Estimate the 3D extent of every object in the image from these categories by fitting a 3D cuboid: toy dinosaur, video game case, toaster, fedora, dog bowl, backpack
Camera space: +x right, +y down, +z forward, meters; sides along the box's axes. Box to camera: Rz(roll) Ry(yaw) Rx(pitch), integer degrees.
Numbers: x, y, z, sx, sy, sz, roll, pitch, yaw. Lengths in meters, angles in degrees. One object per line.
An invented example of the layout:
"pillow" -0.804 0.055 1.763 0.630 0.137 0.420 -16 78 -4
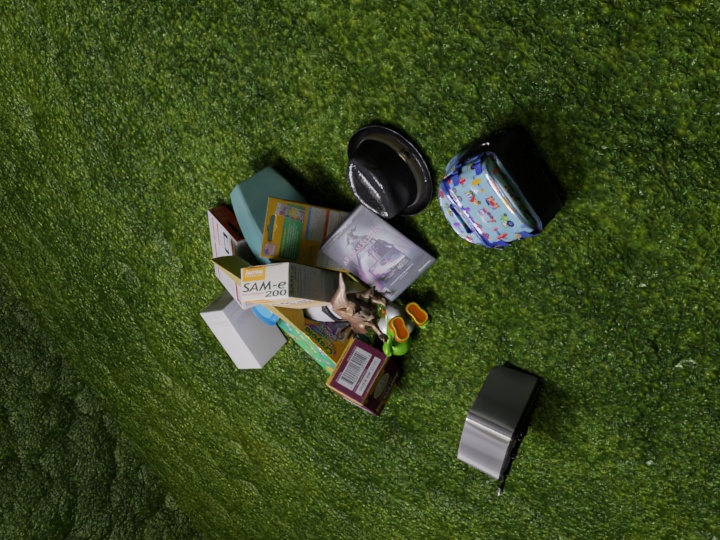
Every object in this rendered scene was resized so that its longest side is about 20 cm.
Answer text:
"toy dinosaur" -0.015 0.086 1.535 0.135 0.086 0.200 -3 144 44
"video game case" 0.036 -0.036 1.484 0.199 0.019 0.143 35 119 -20
"toaster" 0.296 0.332 1.546 0.118 0.200 0.182 21 138 19
"fedora" 0.038 -0.172 1.385 0.200 0.092 0.202 25 139 24
"dog bowl" -0.229 0.070 1.851 0.112 0.050 0.200 47 151 3
"backpack" 0.214 -0.125 1.241 0.199 0.135 0.183 -19 111 52

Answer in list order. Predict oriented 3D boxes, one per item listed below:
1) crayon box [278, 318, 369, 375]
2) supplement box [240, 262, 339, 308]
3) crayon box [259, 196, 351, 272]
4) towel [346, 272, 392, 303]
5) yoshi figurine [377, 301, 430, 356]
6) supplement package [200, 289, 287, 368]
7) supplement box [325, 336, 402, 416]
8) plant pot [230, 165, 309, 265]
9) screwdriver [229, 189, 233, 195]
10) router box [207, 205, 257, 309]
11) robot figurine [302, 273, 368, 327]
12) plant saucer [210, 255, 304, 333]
"crayon box" -0.090 0.154 1.789 0.200 0.119 0.058 43 143 0
"supplement box" -0.140 0.035 1.519 0.125 0.200 0.074 -7 80 31
"crayon box" -0.112 -0.073 1.506 0.199 0.127 0.052 10 177 -24
"towel" 0.000 0.000 1.595 0.200 0.086 0.018 37 117 9
"yoshi figurine" 0.093 0.138 1.614 0.112 0.113 0.200 11 167 -9
"supplement package" -0.322 0.158 2.001 0.119 0.121 0.201 -10 118 47
"supplement box" 0.013 0.256 1.721 0.103 0.131 0.200 26 169 20
"plant pot" -0.190 -0.115 1.591 0.201 0.141 0.141 57 159 -5
"screwdriver" -0.238 -0.120 1.736 0.200 0.028 0.029 47 114 1
"router box" -0.313 -0.034 1.795 0.179 0.049 0.201 43 142 44
"robot figurine" -0.073 0.058 1.676 0.199 0.126 0.150 -6 161 45
"plant saucer" -0.223 0.042 1.653 0.199 0.049 0.200 27 164 46
